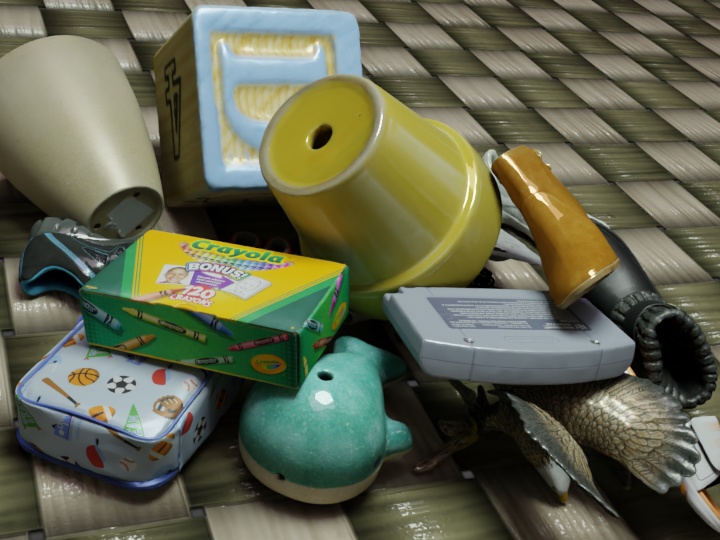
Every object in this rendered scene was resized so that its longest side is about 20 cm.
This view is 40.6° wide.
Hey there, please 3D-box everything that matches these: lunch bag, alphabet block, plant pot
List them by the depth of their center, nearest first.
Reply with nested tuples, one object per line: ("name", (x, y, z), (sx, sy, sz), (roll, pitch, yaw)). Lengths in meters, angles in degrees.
("lunch bag", (-0.198, 0.095, 0.856), (0.160, 0.076, 0.200), (14, 32, 13))
("plant pot", (0.008, -0.080, 0.920), (0.201, 0.201, 0.189), (47, 3, 41))
("plant pot", (-0.304, -0.125, 1.081), (0.187, 0.187, 0.200), (-17, 55, -37))
("alphabet block", (-0.119, -0.180, 1.117), (0.195, 0.197, 0.200), (-2, -1, -23))

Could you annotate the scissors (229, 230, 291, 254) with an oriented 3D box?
("scissors", (-0.139, 0.006, 1.064), (0.073, 0.014, 0.200), (20, 32, 9))

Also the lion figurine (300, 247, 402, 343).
("lion figurine", (0.000, 0.000, 1.084), (0.200, 0.073, 0.122), (42, 33, 17))

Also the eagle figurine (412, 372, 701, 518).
("eagle figurine", (0.169, 0.139, 0.845), (0.151, 0.200, 0.152), (40, 62, -27))

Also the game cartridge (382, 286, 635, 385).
("game cartridge", (0.131, 0.056, 0.859), (0.200, 0.041, 0.133), (2, 18, -16))

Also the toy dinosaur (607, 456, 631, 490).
("toy dinosaur", (0.255, 0.139, 0.971), (0.088, 0.048, 0.200), (-2, 40, -15))

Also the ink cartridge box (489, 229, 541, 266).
("ink cartridge box", (0.102, -0.033, 1.108), (0.162, 0.050, 0.200), (12, 18, -21))

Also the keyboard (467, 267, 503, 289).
("keyboard", (0.115, 0.014, 1.064), (0.200, 0.040, 0.104), (16, 29, -29))

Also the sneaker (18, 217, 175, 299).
("sneaker", (-0.247, 0.005, 0.995), (0.200, 0.073, 0.082), (6, 48, 2))

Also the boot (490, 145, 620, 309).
("boot", (0.170, -0.047, 0.903), (0.144, 0.071, 0.201), (53, 17, 0))

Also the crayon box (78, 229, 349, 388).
("crayon box", (-0.122, 0.029, 0.840), (0.200, 0.058, 0.119), (10, 30, 16))

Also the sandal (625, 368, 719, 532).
("sandal", (0.289, 0.137, 0.881), (0.207, 0.059, 0.079), (62, 14, 15))

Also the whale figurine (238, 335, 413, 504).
("whale figurine", (-0.023, 0.110, 0.860), (0.159, 0.104, 0.200), (22, 36, 16))

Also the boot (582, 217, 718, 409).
("boot", (0.275, 0.036, 0.995), (0.211, 0.079, 0.158), (45, 13, -3))

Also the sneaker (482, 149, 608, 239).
("sneaker", (0.232, -0.090, 1.254), (0.200, 0.100, 0.075), (24, 32, 15))
